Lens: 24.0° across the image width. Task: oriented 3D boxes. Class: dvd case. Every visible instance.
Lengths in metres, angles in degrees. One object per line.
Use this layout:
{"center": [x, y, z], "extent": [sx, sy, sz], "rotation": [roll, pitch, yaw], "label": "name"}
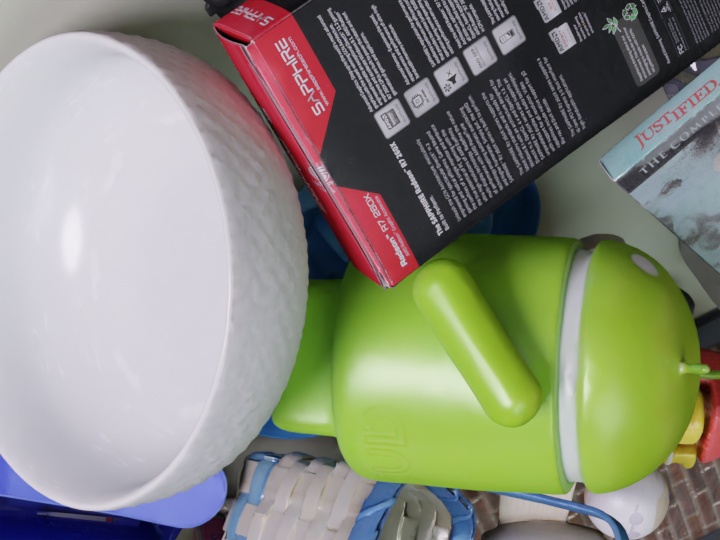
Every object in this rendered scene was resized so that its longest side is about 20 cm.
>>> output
{"center": [0.222, -0.048, 0.809], "extent": [0.146, 0.022, 0.200], "rotation": [-40, 134, 16], "label": "dvd case"}

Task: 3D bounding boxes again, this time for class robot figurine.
{"center": [0.062, 0.042, 0.769], "extent": [0.199, 0.116, 0.175], "rotation": [2, 178, 16], "label": "robot figurine"}

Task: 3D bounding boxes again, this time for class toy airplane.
{"center": [0.114, 0.088, 0.921], "extent": [0.199, 0.141, 0.200], "rotation": [-40, 133, 14], "label": "toy airplane"}

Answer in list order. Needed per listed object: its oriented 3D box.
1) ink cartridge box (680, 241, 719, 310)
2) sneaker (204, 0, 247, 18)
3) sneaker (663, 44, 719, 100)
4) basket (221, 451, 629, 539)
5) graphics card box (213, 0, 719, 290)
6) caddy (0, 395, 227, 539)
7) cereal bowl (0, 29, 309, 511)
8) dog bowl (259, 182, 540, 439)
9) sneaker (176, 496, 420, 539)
{"center": [0.277, -0.058, 0.902], "extent": [0.199, 0.084, 0.146], "rotation": [-21, 135, -6], "label": "ink cartridge box"}
{"center": [-0.001, -0.121, 0.748], "extent": [0.200, 0.073, 0.072], "rotation": [31, 142, -28], "label": "sneaker"}
{"center": [0.227, -0.116, 0.820], "extent": [0.199, 0.074, 0.081], "rotation": [-7, 100, -10], "label": "sneaker"}
{"center": [0.021, 0.178, 0.852], "extent": [0.139, 0.199, 0.177], "rotation": [36, 74, -56], "label": "basket"}
{"center": [0.052, -0.102, 0.702], "extent": [0.200, 0.051, 0.126], "rotation": [-37, 116, -10], "label": "graphics card box"}
{"center": [-0.165, 0.110, 0.849], "extent": [0.199, 0.105, 0.142], "rotation": [16, 99, -32], "label": "caddy"}
{"center": [-0.092, -0.001, 0.725], "extent": [0.083, 0.200, 0.200], "rotation": [-5, 135, -46], "label": "cereal bowl"}
{"center": [0.000, 0.000, 0.857], "extent": [0.111, 0.050, 0.200], "rotation": [26, 115, -39], "label": "dog bowl"}
{"center": [-0.053, 0.169, 0.964], "extent": [0.199, 0.081, 0.088], "rotation": [-26, 137, 0], "label": "sneaker"}
